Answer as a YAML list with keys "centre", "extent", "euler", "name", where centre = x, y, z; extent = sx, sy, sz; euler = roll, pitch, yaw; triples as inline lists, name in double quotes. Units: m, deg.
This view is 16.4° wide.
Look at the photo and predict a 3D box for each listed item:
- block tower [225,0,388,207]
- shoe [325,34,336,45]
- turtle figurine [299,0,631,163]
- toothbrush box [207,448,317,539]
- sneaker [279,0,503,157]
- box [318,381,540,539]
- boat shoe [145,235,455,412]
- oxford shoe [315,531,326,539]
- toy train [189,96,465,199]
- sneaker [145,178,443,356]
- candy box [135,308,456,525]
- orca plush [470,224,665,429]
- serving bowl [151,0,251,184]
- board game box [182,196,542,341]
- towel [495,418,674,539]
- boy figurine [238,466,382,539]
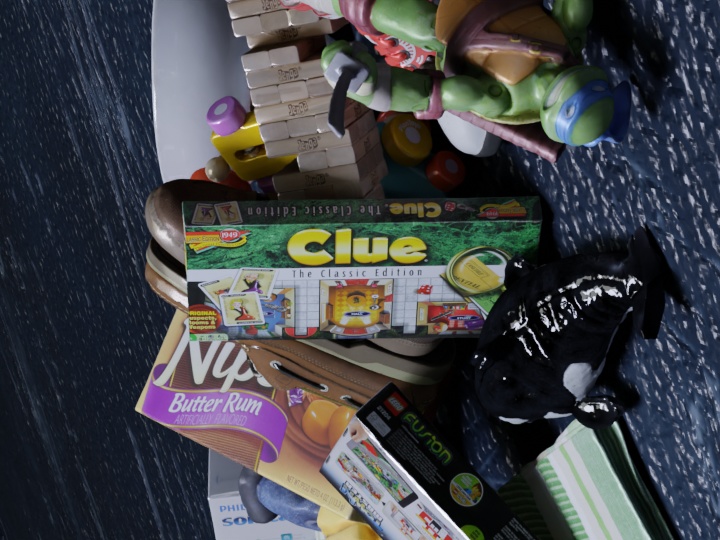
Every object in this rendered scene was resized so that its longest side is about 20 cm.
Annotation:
- centre: [-0.037, -0.130, 1.398]
  extent: [0.054, 0.057, 0.201]
  euler: [-46, -55, -68]
  name: "block tower"
- centre: [-0.028, -0.061, 1.601]
  extent: [0.091, 0.071, 0.201]
  euler: [17, 130, 62]
  name: "shoe"
- centre: [0.039, -0.146, 1.200]
  extent: [0.194, 0.199, 0.145]
  euler: [42, 111, 42]
  name: "turtle figurine"
- centre: [-0.061, 0.195, 1.874]
  extent: [0.147, 0.085, 0.201]
  euler: [-93, -2, -54]
  name: "toothbrush box"
- centre: [0.009, -0.143, 1.350]
  extent: [0.067, 0.107, 0.203]
  euler: [34, 141, 60]
  name: "sneaker"
- centre: [0.063, 0.166, 1.490]
  extent: [0.200, 0.035, 0.110]
  euler: [47, 156, 7]
  name: "box"
- centre: [-0.045, 0.041, 1.514]
  extent: [0.072, 0.199, 0.068]
  euler: [-72, 7, -54]
  name: "boat shoe"
- centre: [0.014, 0.219, 1.797]
  extent: [0.058, 0.075, 0.201]
  euler: [20, 130, 44]
  name: "oxford shoe"
- centre: [-0.025, -0.054, 1.510]
  extent: [0.151, 0.199, 0.056]
  euler: [82, -162, -48]
  name: "toy train"
- centre: [-0.026, -0.021, 1.465]
  extent: [0.076, 0.199, 0.071]
  euler: [-55, 21, 35]
  name: "sneaker"
- centre: [-0.045, 0.077, 1.637]
  extent: [0.199, 0.056, 0.117]
  euler: [24, 92, 36]
  name: "candy box"
- centre: [0.098, 0.046, 1.338]
  extent: [0.200, 0.071, 0.106]
  euler: [-17, 97, 64]
  name: "orca plush"
- centre: [-0.085, -0.138, 1.611]
  extent: [0.200, 0.065, 0.202]
  euler: [1, -90, -84]
  name: "serving bowl"
- centre: [0.000, 0.000, 1.408]
  extent: [0.105, 0.198, 0.024]
  euler: [91, 177, -48]
  name: "board game box"
- centre: [0.141, 0.172, 1.462]
  extent: [0.153, 0.023, 0.200]
  euler: [64, 159, 11]
  name: "towel"
- centre: [0.019, 0.156, 1.654]
  extent: [0.199, 0.124, 0.065]
  euler: [17, 140, 31]
  name: "boy figurine"
